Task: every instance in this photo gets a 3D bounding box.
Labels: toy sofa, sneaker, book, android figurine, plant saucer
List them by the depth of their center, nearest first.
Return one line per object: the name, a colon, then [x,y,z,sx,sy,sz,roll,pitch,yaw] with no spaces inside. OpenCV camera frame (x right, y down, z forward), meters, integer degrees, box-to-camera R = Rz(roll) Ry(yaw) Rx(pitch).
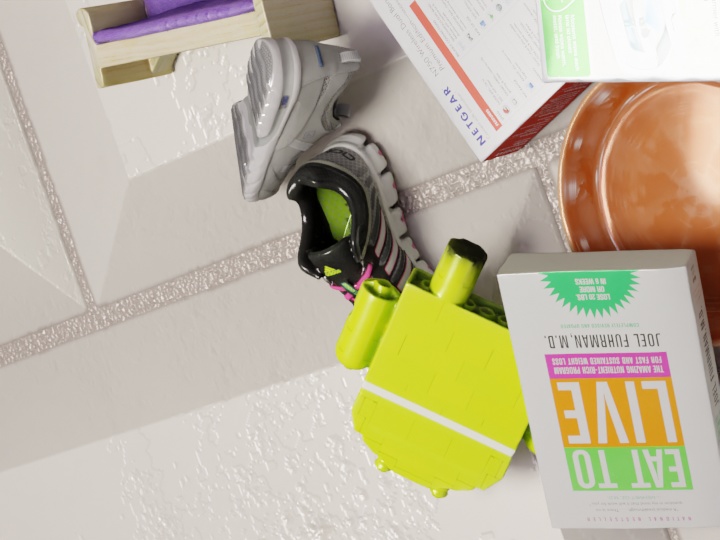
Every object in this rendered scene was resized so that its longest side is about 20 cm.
plant saucer: [0.222,-0.049,1.431,0.200,0.032,0.201,13,111,36]
book: [0.179,0.081,1.461,0.133,0.048,0.200,-2,117,27]
android figurine: [0.070,0.078,1.547,0.182,0.041,0.200,23,118,4]
sneaker: [-0.048,-0.106,1.590,0.200,0.082,0.075,120,144,-67]
sneaker: [0.000,0.000,1.591,0.074,0.087,0.200,-22,89,41]
toy sofa: [-0.120,-0.204,1.634,0.200,0.083,0.098,-6,100,40]

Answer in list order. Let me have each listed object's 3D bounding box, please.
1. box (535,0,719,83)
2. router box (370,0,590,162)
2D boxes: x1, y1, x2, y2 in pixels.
box: [0.229,-0.175,1.277,0.176,0.200,0.097,3,106,38]
router box: [0.095,-0.208,1.477,0.179,0.049,0.200,-43,75,39]
